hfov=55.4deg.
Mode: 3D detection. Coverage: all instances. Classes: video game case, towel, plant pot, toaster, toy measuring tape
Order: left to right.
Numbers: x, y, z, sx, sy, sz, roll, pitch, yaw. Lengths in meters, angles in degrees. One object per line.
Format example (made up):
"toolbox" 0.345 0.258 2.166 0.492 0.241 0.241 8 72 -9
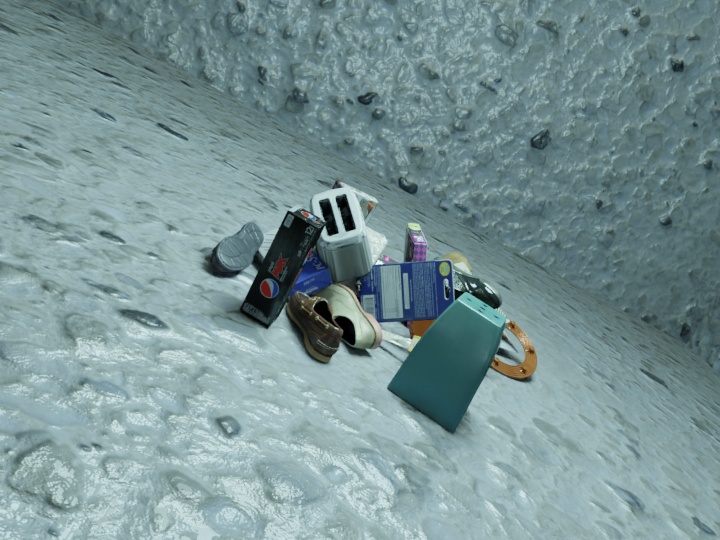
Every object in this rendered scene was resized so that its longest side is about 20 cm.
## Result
"toaster" -0.041 -0.070 1.391 0.112 0.130 0.202 -13 54 -2
"towel" -0.036 -0.022 1.480 0.131 0.201 0.035 28 -26 5
"video game case" 0.124 0.008 1.616 0.035 0.203 0.182 3 18 -2
"toy measuring tape" 0.111 0.165 1.376 0.198 0.075 0.073 16 11 19
"plant pot" 0.170 0.150 1.237 0.140 0.202 0.141 32 15 13

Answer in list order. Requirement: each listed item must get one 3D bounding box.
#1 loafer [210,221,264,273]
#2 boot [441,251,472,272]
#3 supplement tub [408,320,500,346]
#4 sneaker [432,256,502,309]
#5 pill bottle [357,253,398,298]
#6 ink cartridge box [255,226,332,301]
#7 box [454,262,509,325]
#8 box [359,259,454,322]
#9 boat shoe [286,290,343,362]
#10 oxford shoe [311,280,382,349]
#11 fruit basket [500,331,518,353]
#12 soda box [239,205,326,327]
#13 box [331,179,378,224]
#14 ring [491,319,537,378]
"loafer" -0.251 -0.035 1.358 0.072 0.063 0.200 55 23 -11
"boot" 0.208 0.020 1.789 0.198 0.067 0.175 -17 37 -23
"supplement tub" 0.207 0.133 1.505 0.198 0.124 0.123 16 20 -40
"sneaker" 0.222 0.053 1.575 0.198 0.077 0.114 30 54 23
"pill bottle" 0.000 0.000 1.562 0.198 0.117 0.116 29 15 0
"ink cartridge box" -0.145 -0.019 1.408 0.093 0.045 0.200 -25 41 -16
"box" 0.265 0.078 1.662 0.081 0.069 0.201 -13 55 -35
"box" 0.095 0.044 1.415 0.197 0.123 0.032 -4 -3 14
"boat shoe" -0.078 0.085 1.246 0.070 0.071 0.200 18 18 -31
"oxford shoe" -0.041 0.080 1.331 0.073 0.072 0.199 0 30 -47
"fruit basket" 0.311 0.122 1.785 0.184 0.094 0.201 21 21 -28
"soda box" -0.134 -0.008 1.187 0.063 0.202 0.071 29 15 1
"box" -0.052 -0.100 1.622 0.109 0.202 0.035 24 16 -18
"ring" 0.354 0.177 1.685 0.198 0.019 0.202 19 41 -17
